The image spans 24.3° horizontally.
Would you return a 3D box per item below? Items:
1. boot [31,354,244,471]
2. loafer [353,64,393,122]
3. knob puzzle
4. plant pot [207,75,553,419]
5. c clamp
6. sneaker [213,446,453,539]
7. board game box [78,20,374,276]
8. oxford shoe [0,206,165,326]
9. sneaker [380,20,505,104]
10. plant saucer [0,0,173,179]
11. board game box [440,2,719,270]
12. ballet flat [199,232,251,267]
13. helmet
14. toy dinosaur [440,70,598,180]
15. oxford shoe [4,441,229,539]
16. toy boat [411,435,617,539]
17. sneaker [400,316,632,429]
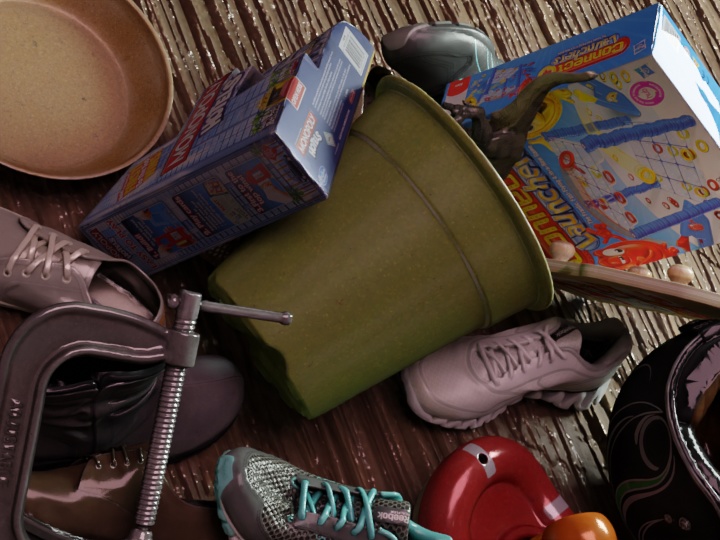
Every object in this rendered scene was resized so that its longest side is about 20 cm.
[{"bbox_3d":[-0.142,0.076,1.081,0.198,0.132,0.070,-15,68,-36],"label":"boot"},{"bbox_3d":[0.023,-0.075,1.313,0.075,0.067,0.202,-12,68,-35],"label":"loafer"},{"bbox_3d":[0.222,0.009,1.263,0.217,0.219,0.031,15,86,-21],"label":"knob puzzle"},{"bbox_3d":[0.000,0.000,1.171,0.189,0.200,0.201,-36,81,-10],"label":"plant pot"},{"bbox_3d":[-0.141,0.102,0.999,0.169,0.027,0.202,17,91,-25],"label":"c clamp"},{"bbox_3d":[-0.012,0.162,1.088,0.200,0.091,0.078,37,39,-38],"label":"sneaker"},{"bbox_3d":[-0.097,-0.082,1.179,0.062,0.199,0.201,50,29,-23],"label":"board game box"},{"bbox_3d":[-0.215,-0.002,1.138,0.199,0.058,0.076,30,53,-8],"label":"oxford shoe"},{"bbox_3d":[0.088,-0.143,1.362,0.199,0.075,0.080,20,65,-49],"label":"sneaker"},{"bbox_3d":[-0.236,-0.145,1.228,0.198,0.035,0.202,14,56,-22],"label":"plant saucer"},{"bbox_3d":[0.192,-0.089,1.293,0.200,0.194,0.056,46,44,-32],"label":"board game box"},{"bbox_3d":[-0.067,-0.068,1.271,0.065,0.070,0.201,52,48,-27],"label":"ballet flat"},{"bbox_3d":[0.275,0.144,1.241,0.197,0.191,0.202,2,64,-4],"label":"helmet"},{"bbox_3d":[0.091,-0.099,1.234,0.087,0.200,0.048,9,57,-18],"label":"toy dinosaur"},{"bbox_3d":[-0.170,0.140,1.050,0.199,0.072,0.085,23,82,-25],"label":"oxford shoe"},{"bbox_3d":[0.130,0.202,1.159,0.130,0.131,0.201,-31,80,-40],"label":"toy boat"},{"bbox_3d":[0.120,0.069,1.272,0.198,0.081,0.076,-7,67,-31],"label":"sneaker"}]
